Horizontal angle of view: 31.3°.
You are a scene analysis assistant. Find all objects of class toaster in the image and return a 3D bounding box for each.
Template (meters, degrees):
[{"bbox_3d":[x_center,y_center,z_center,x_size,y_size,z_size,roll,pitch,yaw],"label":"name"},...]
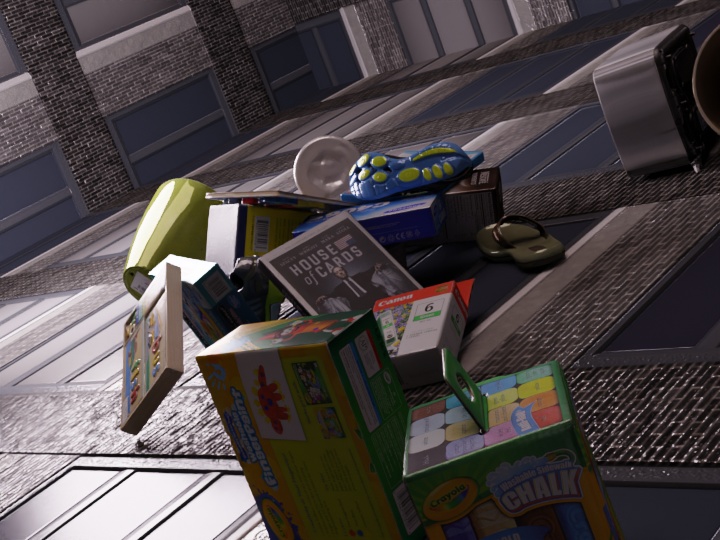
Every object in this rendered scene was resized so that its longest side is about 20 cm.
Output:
[{"bbox_3d":[0.442,-0.245,1.893,0.118,0.182,0.200,-16,14,33],"label":"toaster"}]

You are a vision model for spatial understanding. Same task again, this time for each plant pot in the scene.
[{"bbox_3d":[0.571,-0.270,1.843,0.186,0.189,0.200,-18,1,14],"label":"plant pot"},{"bbox_3d":[-0.339,-0.032,2.321,0.186,0.188,0.201,-11,33,36],"label":"plant pot"}]

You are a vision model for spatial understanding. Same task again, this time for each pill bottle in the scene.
[{"bbox_3d":[-0.042,-0.144,2.038,0.110,0.112,0.200,-21,-6,2],"label":"pill bottle"}]

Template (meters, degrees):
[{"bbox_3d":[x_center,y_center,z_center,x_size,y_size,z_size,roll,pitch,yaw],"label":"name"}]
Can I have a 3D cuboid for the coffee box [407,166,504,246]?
[{"bbox_3d":[0.114,-0.094,1.932,0.198,0.081,0.113,-6,19,10],"label":"coffee box"}]

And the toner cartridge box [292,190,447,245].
[{"bbox_3d":[0.014,-0.063,1.767,0.198,0.044,0.095,-10,16,15],"label":"toner cartridge box"}]

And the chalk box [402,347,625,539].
[{"bbox_3d":[0.106,0.148,0.905,0.123,0.201,0.125,-19,15,10],"label":"chalk box"}]

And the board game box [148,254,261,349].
[{"bbox_3d":[-0.207,0.056,1.795,0.047,0.151,0.200,-41,20,-18],"label":"board game box"}]

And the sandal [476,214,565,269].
[{"bbox_3d":[0.218,-0.048,1.743,0.079,0.058,0.201,-25,15,-14],"label":"sandal"}]

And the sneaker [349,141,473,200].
[{"bbox_3d":[0.070,-0.132,1.809,0.198,0.071,0.083,-8,-17,32],"label":"sneaker"}]

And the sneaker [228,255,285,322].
[{"bbox_3d":[-0.148,0.029,1.806,0.080,0.074,0.200,11,-32,-7],"label":"sneaker"}]

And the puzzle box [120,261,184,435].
[{"bbox_3d":[-0.275,0.101,1.689,0.133,0.025,0.201,-51,31,30],"label":"puzzle box"}]

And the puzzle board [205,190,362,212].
[{"bbox_3d":[-0.114,-0.098,1.881,0.150,0.018,0.199,7,-2,-37],"label":"puzzle board"}]

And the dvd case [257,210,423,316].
[{"bbox_3d":[-0.014,0.021,1.641,0.150,0.025,0.200,-30,61,-28],"label":"dvd case"}]

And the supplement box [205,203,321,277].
[{"bbox_3d":[-0.118,-0.034,1.914,0.198,0.111,0.109,5,-2,-30],"label":"supplement box"}]

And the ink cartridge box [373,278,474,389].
[{"bbox_3d":[0.067,0.060,1.513,0.108,0.051,0.201,-15,29,24],"label":"ink cartridge box"}]

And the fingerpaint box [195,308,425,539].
[{"bbox_3d":[-0.035,0.144,1.132,0.166,0.201,0.073,-9,17,41],"label":"fingerpaint box"}]

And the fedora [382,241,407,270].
[{"bbox_3d":[0.000,0.000,1.820,0.199,0.091,0.177,-19,14,-19],"label":"fedora"}]

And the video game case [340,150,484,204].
[{"bbox_3d":[0.080,-0.140,1.927,0.142,0.018,0.200,3,25,33],"label":"video game case"}]
